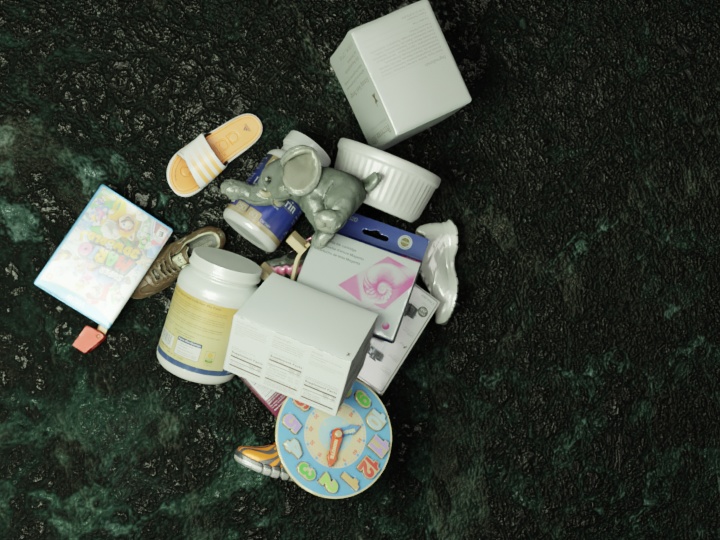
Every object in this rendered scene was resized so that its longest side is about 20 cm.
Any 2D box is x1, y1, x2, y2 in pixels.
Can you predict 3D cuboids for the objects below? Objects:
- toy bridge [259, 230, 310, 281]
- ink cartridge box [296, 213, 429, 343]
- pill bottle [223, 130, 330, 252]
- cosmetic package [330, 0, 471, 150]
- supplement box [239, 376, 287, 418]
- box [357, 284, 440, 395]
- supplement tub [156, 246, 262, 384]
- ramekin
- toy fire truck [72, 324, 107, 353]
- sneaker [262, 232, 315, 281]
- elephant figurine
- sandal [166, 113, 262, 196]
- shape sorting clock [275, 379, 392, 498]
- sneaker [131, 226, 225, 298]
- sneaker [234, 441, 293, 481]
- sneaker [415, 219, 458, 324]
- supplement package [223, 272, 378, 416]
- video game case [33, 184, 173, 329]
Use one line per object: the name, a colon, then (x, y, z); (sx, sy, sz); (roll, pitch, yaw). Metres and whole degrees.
toy bridge: (-0.154, 0.015, 1.374); (0.067, 0.027, 0.200); (44, 115, -8)
ink cartridge box: (0.000, 0.000, 1.357); (0.194, 0.043, 0.202); (19, 79, 7)
pill bottle: (-0.146, -0.144, 1.395); (0.115, 0.116, 0.201); (37, 79, -10)
cosmetic package: (0.071, -0.352, 1.431); (0.165, 0.167, 0.202); (-26, 93, -15)
supplement box: (-0.126, 0.225, 1.387); (0.086, 0.110, 0.200); (-43, 97, -10)
box: (0.040, 0.108, 1.397); (0.116, 0.060, 0.201); (35, 79, -11)
supplement tub: (-0.253, 0.074, 1.320); (0.143, 0.145, 0.202); (17, 102, -13)
ramekin: (0.038, -0.159, 1.407); (0.201, 0.202, 0.095); (22, 94, -12)
toy fire truck: (-0.458, 0.025, 1.337); (0.141, 0.049, 0.201); (37, 79, -5)
sneaker: (-0.089, -0.026, 1.437); (0.198, 0.079, 0.096); (-9, 62, -10)
elephant figurine: (-0.101, -0.144, 1.291); (0.200, 0.142, 0.155); (41, 49, -1)
sandal: (-0.263, -0.219, 1.396); (0.206, 0.059, 0.079); (-42, 97, -12)
shape sorting clock: (-0.041, 0.267, 1.267); (0.198, 0.039, 0.202); (7, 71, -20)
sneaker: (-0.328, -0.020, 1.363); (0.199, 0.075, 0.071); (-34, 96, -12)
sneaker: (-0.108, 0.292, 1.303); (0.198, 0.077, 0.113); (17, 82, -22)
sneaker: (0.145, 0.004, 1.495); (0.086, 0.075, 0.203); (-1, 81, -2)
supplement package: (-0.094, 0.114, 1.260); (0.198, 0.156, 0.112); (22, 120, 8)
video game case: (-0.431, -0.024, 1.314); (0.142, 0.018, 0.201); (33, 77, -11)
